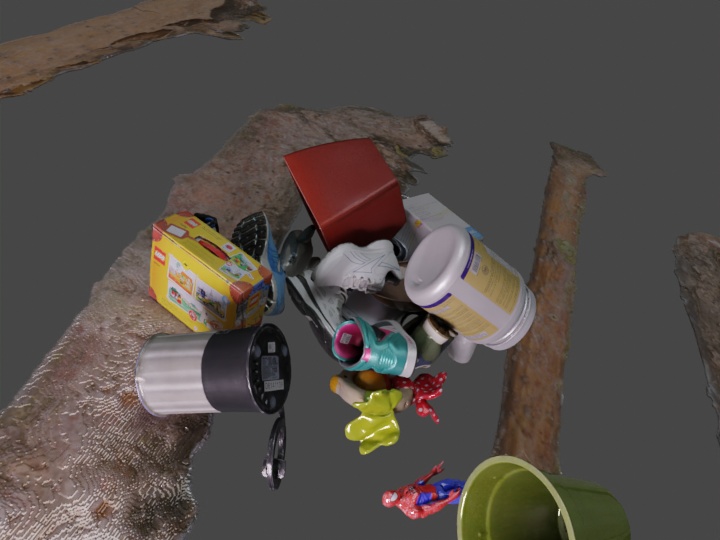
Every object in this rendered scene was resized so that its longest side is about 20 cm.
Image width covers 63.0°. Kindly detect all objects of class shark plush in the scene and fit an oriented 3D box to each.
[{"bbox_3d":[-0.151,-0.010,1.166,0.081,0.092,0.202,13,54,24],"label":"shark plush"}]

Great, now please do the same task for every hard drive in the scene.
[{"bbox_3d":[0.029,0.058,1.170,0.131,0.027,0.198,37,39,21],"label":"hard drive"}]

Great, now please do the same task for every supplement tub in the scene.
[{"bbox_3d":[0.186,0.032,0.990,0.198,0.145,0.147,34,30,-24],"label":"supplement tub"}]

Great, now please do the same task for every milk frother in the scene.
[{"bbox_3d":[-0.191,0.191,0.819,0.183,0.181,0.206,-6,64,21],"label":"milk frother"}]

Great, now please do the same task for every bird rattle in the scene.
[{"bbox_3d":[0.042,0.192,0.956,0.161,0.116,0.198,25,30,34],"label":"bird rattle"}]

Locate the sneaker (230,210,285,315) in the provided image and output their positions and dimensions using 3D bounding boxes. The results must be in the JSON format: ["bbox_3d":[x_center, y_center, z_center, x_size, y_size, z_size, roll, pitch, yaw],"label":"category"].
[{"bbox_3d":[-0.179,-0.009,1.067,0.076,0.090,0.206,-16,69,15],"label":"sneaker"}]

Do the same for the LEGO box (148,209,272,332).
[{"bbox_3d":[-0.253,0.022,0.972,0.198,0.151,0.077,34,38,17],"label":"LEGO box"}]

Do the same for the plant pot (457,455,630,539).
[{"bbox_3d":[0.266,0.358,0.802,0.186,0.202,0.202,10,36,-33],"label":"plant pot"}]

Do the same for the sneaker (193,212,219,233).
[{"bbox_3d":[-0.263,-0.026,1.058,0.198,0.114,0.073,37,40,21],"label":"sneaker"}]

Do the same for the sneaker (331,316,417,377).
[{"bbox_3d":[0.009,0.118,0.964,0.118,0.086,0.200,14,2,-14],"label":"sneaker"}]

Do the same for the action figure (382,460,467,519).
[{"bbox_3d":[0.120,0.323,0.862,0.194,0.053,0.065,-1,20,-24],"label":"action figure"}]

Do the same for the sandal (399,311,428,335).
[{"bbox_3d":[0.109,0.105,1.125,0.056,0.082,0.200,9,26,28],"label":"sandal"}]

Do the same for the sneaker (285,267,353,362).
[{"bbox_3d":[-0.044,0.063,1.057,0.113,0.077,0.202,-26,57,-20],"label":"sneaker"}]

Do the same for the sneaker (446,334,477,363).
[{"bbox_3d":[0.228,0.078,1.169,0.072,0.118,0.201,20,35,3],"label":"sneaker"}]

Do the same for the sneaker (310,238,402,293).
[{"bbox_3d":[0.000,0.000,1.056,0.196,0.075,0.088,-13,62,-36],"label":"sneaker"}]

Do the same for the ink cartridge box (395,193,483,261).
[{"bbox_3d":[0.145,-0.070,1.298,0.123,0.131,0.200,-18,51,-43],"label":"ink cartridge box"}]

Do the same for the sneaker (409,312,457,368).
[{"bbox_3d":[0.115,0.125,1.028,0.067,0.090,0.200,42,8,11],"label":"sneaker"}]

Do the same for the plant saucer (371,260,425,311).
[{"bbox_3d":[0.104,0.033,1.140,0.194,0.038,0.201,-3,22,1],"label":"plant saucer"}]

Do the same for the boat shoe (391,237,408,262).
[{"bbox_3d":[0.009,-0.071,1.259,0.197,0.073,0.068,31,3,18],"label":"boat shoe"}]

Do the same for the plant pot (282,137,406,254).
[{"bbox_3d":[-0.017,-0.137,1.161,0.173,0.201,0.202,-27,59,-4],"label":"plant pot"}]
